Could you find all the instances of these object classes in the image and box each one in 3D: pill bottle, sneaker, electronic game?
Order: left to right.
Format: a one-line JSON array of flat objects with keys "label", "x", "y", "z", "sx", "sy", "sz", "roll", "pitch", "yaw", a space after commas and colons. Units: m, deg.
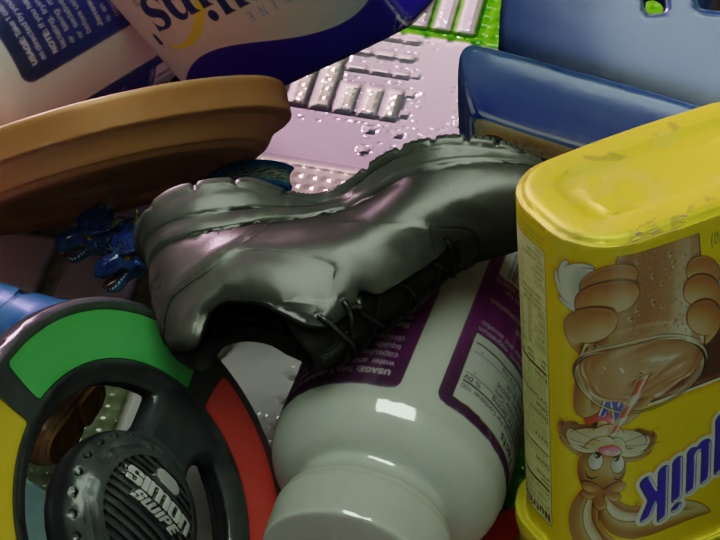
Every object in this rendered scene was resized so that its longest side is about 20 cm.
[{"label": "pill bottle", "x": -0.187, "y": -0.120, "z": 1.298, "sx": 0.200, "sy": 0.120, "sz": 0.120, "roll": -35, "pitch": 57, "yaw": -28}, {"label": "electronic game", "x": -0.103, "y": 0.110, "z": 1.063, "sx": 0.042, "sy": 0.200, "sz": 0.200, "roll": -17, "pitch": 35, "yaw": 39}, {"label": "sneaker", "x": 0.000, "y": 0.000, "z": 1.087, "sx": 0.200, "sy": 0.076, "sz": 0.091, "roll": -13, "pitch": 55, "yaw": 5}, {"label": "pill bottle", "x": 0.023, "y": 0.065, "z": 1.136, "sx": 0.112, "sy": 0.112, "sz": 0.200, "roll": 13, "pitch": 48, "yaw": 11}]

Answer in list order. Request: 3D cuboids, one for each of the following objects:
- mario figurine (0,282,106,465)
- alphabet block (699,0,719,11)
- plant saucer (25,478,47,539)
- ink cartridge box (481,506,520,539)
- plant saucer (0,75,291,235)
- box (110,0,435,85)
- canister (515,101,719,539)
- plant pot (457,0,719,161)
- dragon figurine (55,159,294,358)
[{"label": "mario figurine", "x": -0.224, "y": 0.031, "z": 1.141, "sx": 0.200, "sy": 0.124, "sz": 0.106, "roll": 21, "pitch": 7, "yaw": 26}, {"label": "alphabet block", "x": 0.297, "y": -0.196, "z": 1.320, "sx": 0.195, "sy": 0.196, "sz": 0.200, "roll": 23, "pitch": 52, "yaw": 17}, {"label": "plant saucer", "x": -0.211, "y": 0.171, "z": 1.091, "sx": 0.201, "sy": 0.039, "sz": 0.201, "roll": 1, "pitch": 48, "yaw": -1}, {"label": "ink cartridge box", "x": 0.076, "y": 0.186, "z": 1.074, "sx": 0.161, "sy": 0.050, "sz": 0.200, "roll": -23, "pitch": 54, "yaw": -20}, {"label": "plant saucer", "x": -0.130, "y": -0.053, "z": 1.208, "sx": 0.200, "sy": 0.200, "sz": 0.032, "roll": -15, "pitch": 84, "yaw": -13}, {"label": "box", "x": -0.061, "y": -0.199, "z": 1.203, "sx": 0.200, "sy": 0.184, "sz": 0.105, "roll": 48, "pitch": 57, "yaw": -16}, {"label": "canister", "x": 0.139, "y": 0.037, "z": 1.077, "sx": 0.148, "sy": 0.200, "sz": 0.087, "roll": -20, "pitch": 37, "yaw": -20}, {"label": "plant pot", "x": 0.155, "y": -0.077, "z": 1.217, "sx": 0.200, "sy": 0.200, "sz": 0.180, "roll": 18, "pitch": 57, "yaw": 15}, {"label": "dragon figurine", "x": -0.051, "y": -0.015, "z": 1.218, "sx": 0.200, "sy": 0.099, "sz": 0.059, "roll": -18, "pitch": 51, "yaw": -15}]
